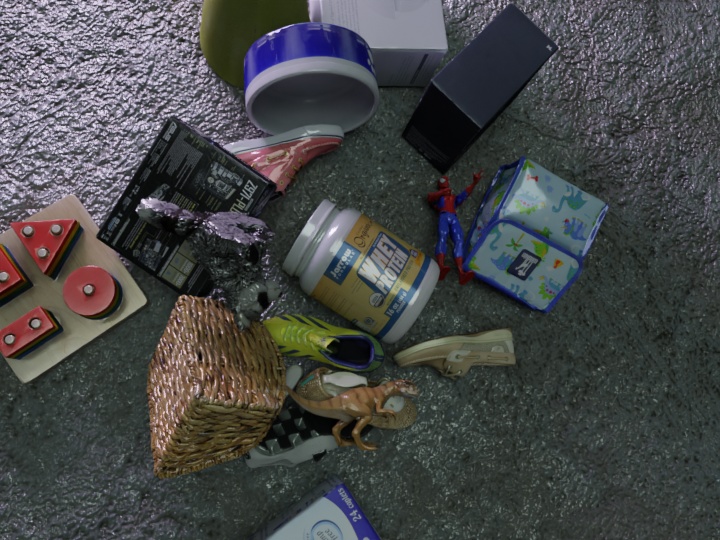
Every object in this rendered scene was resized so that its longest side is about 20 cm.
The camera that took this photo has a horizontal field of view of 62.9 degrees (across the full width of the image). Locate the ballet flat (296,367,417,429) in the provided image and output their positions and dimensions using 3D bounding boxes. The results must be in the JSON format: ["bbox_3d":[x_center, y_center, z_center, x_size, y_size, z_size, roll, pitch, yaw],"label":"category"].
[{"bbox_3d":[0.008,0.182,0.847,0.199,0.065,0.071,14,41,-25],"label":"ballet flat"}]

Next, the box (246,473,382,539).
[{"bbox_3d":[-0.059,0.415,0.792,0.199,0.105,0.184,-34,86,-15],"label":"box"}]

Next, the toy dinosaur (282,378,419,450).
[{"bbox_3d":[-0.018,0.187,0.793,0.199,0.060,0.107,-4,92,-27],"label":"toy dinosaur"}]

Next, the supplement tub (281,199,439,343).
[{"bbox_3d":[0.000,0.000,0.868,0.199,0.145,0.145,32,74,-3],"label":"supplement tub"}]

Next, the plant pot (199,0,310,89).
[{"bbox_3d":[-0.156,-0.407,0.896,0.186,0.200,0.188,2,78,-10],"label":"plant pot"}]

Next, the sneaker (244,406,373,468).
[{"bbox_3d":[-0.077,0.237,0.850,0.199,0.089,0.074,-1,46,-33],"label":"sneaker"}]

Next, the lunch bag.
[{"bbox_3d":[0.271,-0.054,0.949,0.169,0.127,0.201,28,88,-6],"label":"lunch bag"}]

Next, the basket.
[{"bbox_3d":[-0.192,0.156,0.787,0.142,0.200,0.149,14,119,-33],"label":"basket"}]

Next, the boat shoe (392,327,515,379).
[{"bbox_3d":[0.148,0.134,0.909,0.199,0.072,0.065,-6,78,-17],"label":"boat shoe"}]

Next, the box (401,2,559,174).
[{"bbox_3d":[0.184,-0.284,0.944,0.104,0.182,0.200,43,74,0],"label":"box"}]

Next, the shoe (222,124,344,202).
[{"bbox_3d":[-0.115,-0.163,0.923,0.199,0.071,0.092,-13,83,-8],"label":"shoe"}]

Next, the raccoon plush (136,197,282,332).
[{"bbox_3d":[-0.197,-0.010,0.780,0.199,0.097,0.135,22,116,8],"label":"raccoon plush"}]

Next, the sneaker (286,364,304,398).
[{"bbox_3d":[-0.170,0.188,0.837,0.200,0.070,0.080,-35,83,-15],"label":"sneaker"}]

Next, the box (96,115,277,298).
[{"bbox_3d":[-0.243,-0.086,0.840,0.163,0.086,0.201,33,95,-2],"label":"box"}]

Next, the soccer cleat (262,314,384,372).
[{"bbox_3d":[-0.062,0.102,0.852,0.199,0.084,0.065,11,83,10],"label":"soccer cleat"}]

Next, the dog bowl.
[{"bbox_3d":[-0.074,-0.277,0.884,0.199,0.200,0.079,-4,76,-11],"label":"dog bowl"}]

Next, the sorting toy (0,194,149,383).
[{"bbox_3d":[-0.440,0.017,0.821,0.198,0.070,0.200,-36,86,-15],"label":"sorting toy"}]

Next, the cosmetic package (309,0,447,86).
[{"bbox_3d":[0.021,-0.423,0.972,0.199,0.123,0.201,-2,79,-12],"label":"cosmetic package"}]

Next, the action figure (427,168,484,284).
[{"bbox_3d":[0.150,-0.089,0.919,0.065,0.099,0.201,11,50,-18],"label":"action figure"}]
